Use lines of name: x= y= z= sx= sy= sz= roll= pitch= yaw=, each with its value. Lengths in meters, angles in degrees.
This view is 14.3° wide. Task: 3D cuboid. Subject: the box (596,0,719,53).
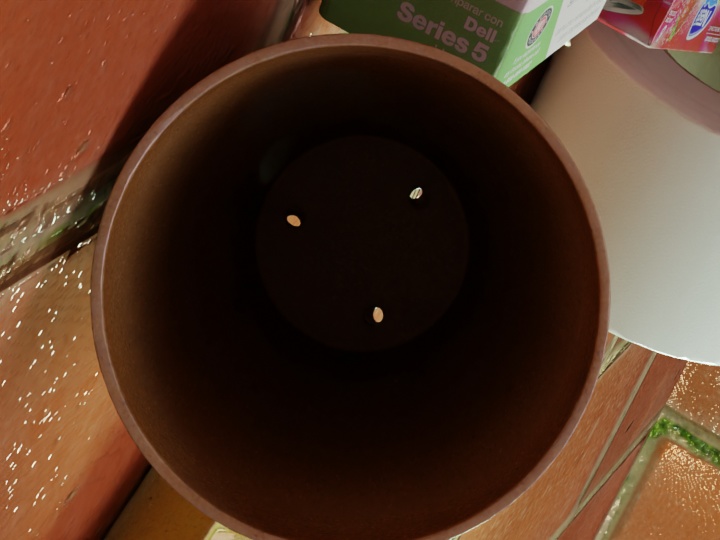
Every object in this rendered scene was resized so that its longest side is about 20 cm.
box: x=0.139 y=-0.171 z=1.407 sx=0.096 sy=0.099 sz=0.200 roll=-62 pitch=168 yaw=11

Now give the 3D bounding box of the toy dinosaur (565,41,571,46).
toy dinosaur: x=0.043 y=-0.103 z=1.329 sx=0.200 sy=0.058 sz=0.101 roll=-39 pitch=172 yaw=-40

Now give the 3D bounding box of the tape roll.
tape roll: x=0.189 y=-0.059 z=1.642 sx=0.203 sy=0.202 sz=0.140 roll=-39 pitch=157 yaw=-59

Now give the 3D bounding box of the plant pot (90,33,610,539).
plant pot: x=0.000 y=0.000 z=1.113 sx=0.187 sy=0.186 sz=0.200 roll=-61 pitch=-179 yaw=6

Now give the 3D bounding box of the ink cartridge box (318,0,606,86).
ink cartridge box: x=0.077 y=-0.186 z=1.153 sx=0.145 sy=0.084 sz=0.201 roll=-39 pitch=156 yaw=-59

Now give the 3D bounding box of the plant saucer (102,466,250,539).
plant saucer: x=-0.103 y=0.169 z=1.348 sx=0.201 sy=0.048 sz=0.200 roll=-56 pitch=168 yaw=-16
